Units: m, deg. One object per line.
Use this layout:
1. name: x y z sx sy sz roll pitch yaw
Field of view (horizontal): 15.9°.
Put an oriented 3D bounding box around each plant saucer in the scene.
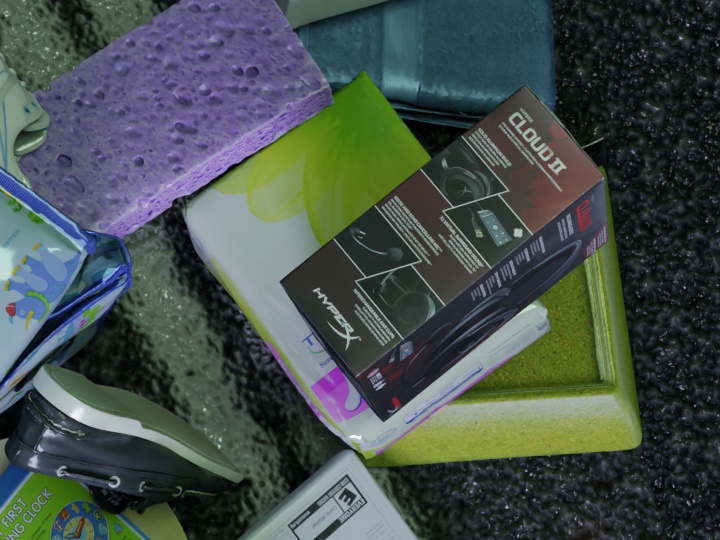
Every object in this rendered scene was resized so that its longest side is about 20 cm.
1. plant saucer: 0.088 0.020 1.679 0.199 0.048 0.200 -3 76 -17

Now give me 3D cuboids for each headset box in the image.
1. headset box: 0.061 -0.013 1.494 0.200 0.149 0.077 -38 76 -4

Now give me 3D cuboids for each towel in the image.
1. towel: 0.029 -0.153 1.706 0.200 0.049 0.112 6 70 -13

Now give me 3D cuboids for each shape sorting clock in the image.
1. shape sorting clock: -0.192 0.199 1.553 0.200 0.039 0.200 6 76 -26

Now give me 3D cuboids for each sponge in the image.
1. sponge: -0.126 -0.098 1.608 0.200 0.030 0.112 -32 64 -4

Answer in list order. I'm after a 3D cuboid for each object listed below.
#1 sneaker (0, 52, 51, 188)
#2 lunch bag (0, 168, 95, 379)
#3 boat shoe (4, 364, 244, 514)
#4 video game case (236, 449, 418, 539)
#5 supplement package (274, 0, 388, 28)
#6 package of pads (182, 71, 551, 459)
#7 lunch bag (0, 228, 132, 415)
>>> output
1. sneaker: -0.236 -0.108 1.590 0.087 0.075 0.200 3 58 -18
2. lunch bag: -0.271 0.000 1.353 0.200 0.127 0.170 37 72 -7
3. boat shoe: -0.143 0.113 1.539 0.074 0.199 0.066 38 94 28
4. video game case: -0.028 0.242 1.585 0.200 0.022 0.182 -40 100 -22
5. supplement package: -0.035 -0.273 1.657 0.114 0.110 0.200 -18 63 -20
6. package of pads: 0.000 0.000 1.610 0.154 0.068 0.200 -36 75 -1
7. lunch bag: -0.241 0.028 1.512 0.200 0.170 0.128 -10 79 -16
